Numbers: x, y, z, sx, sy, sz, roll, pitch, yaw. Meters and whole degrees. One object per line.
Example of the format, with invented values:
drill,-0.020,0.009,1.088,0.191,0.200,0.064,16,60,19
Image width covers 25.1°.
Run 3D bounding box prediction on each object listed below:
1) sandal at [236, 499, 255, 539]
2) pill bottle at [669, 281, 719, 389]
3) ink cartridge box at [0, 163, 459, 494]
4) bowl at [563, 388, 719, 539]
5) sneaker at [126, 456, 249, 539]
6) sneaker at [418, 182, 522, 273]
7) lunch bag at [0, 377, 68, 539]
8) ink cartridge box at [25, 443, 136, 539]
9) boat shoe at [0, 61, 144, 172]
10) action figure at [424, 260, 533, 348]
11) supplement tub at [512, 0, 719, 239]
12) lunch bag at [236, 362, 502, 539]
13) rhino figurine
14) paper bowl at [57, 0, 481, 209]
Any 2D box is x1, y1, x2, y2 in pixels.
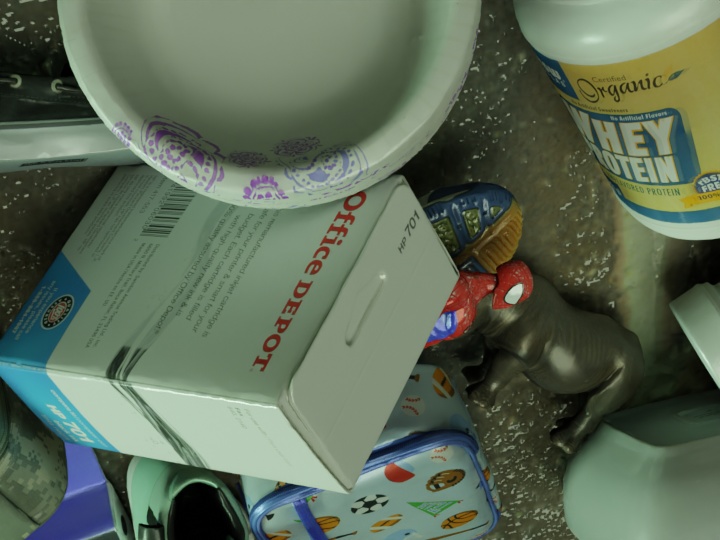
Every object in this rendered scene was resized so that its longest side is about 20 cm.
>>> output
sandal,-0.097,0.246,1.093,0.082,0.050,0.203,1,95,-15
pill bottle,0.302,0.004,1.024,0.200,0.112,0.112,-33,127,7
ink cartridge box,-0.071,0.024,0.848,0.200,0.147,0.086,6,143,35
bowl,0.236,0.127,1.060,0.200,0.200,0.075,-12,96,-8
sneaker,-0.098,0.212,1.002,0.074,0.118,0.201,-16,98,-16
sneaker,0.000,0.000,0.949,0.200,0.088,0.075,-33,122,10
lunch bag,-0.285,0.100,0.905,0.200,0.139,0.168,-35,127,9
ink cartridge box,-0.239,0.216,1.065,0.198,0.043,0.200,-19,127,-2
boat shoe,-0.146,-0.086,0.859,0.200,0.069,0.057,-6,88,-27
action figure,0.005,0.047,0.890,0.200,0.065,0.052,-30,84,7
supplement tub,0.169,-0.130,0.868,0.145,0.145,0.200,-31,127,7
lunch bag,0.003,0.142,1.031,0.160,0.076,0.200,-22,149,-1
rhino figurine,0.100,0.044,1.028,0.200,0.060,0.088,29,106,-28
paper bowl,-0.041,-0.129,0.798,0.200,0.104,0.201,0,86,2
